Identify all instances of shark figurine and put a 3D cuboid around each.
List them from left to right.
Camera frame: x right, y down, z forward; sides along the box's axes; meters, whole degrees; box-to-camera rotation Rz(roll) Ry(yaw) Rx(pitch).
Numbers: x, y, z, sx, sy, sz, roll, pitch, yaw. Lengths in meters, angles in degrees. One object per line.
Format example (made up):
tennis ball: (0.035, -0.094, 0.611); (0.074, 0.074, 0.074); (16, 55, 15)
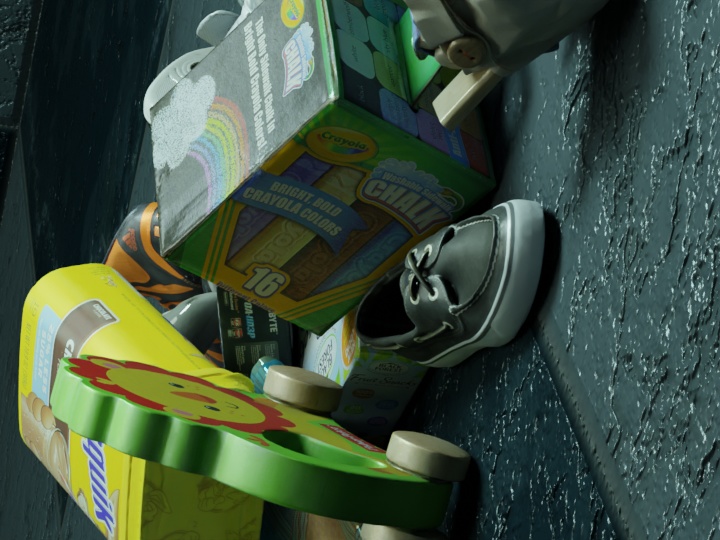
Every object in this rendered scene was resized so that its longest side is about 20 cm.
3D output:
shark figurine: (-0.132, 0.123, 1.858); (0.090, 0.127, 0.215); (-105, 3, -52)

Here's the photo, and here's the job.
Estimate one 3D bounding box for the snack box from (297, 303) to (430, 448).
snack box: (0.000, 0.000, 1.660); (0.142, 0.053, 0.201); (115, 157, -55)

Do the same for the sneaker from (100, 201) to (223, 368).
sneaker: (-0.118, 0.014, 1.901); (0.201, 0.111, 0.078); (77, -147, -49)

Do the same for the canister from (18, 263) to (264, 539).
canister: (-0.143, 0.098, 1.709); (0.200, 0.086, 0.150); (39, 131, 51)

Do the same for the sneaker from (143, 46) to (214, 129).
sneaker: (-0.072, -0.099, 1.825); (0.200, 0.073, 0.113); (-34, -40, -45)

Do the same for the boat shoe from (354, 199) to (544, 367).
boat shoe: (0.047, 0.011, 1.459); (0.200, 0.056, 0.069); (132, 143, -67)

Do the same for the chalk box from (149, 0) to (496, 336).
chalk box: (-0.009, -0.083, 1.525); (0.200, 0.123, 0.125); (-39, 40, 30)

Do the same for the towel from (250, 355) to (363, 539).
towel: (-0.030, 0.167, 1.629); (0.200, 0.022, 0.147); (-121, 31, -43)

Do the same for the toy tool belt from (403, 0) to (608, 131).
toy tool belt: (0.061, -0.179, 1.376); (0.123, 0.124, 0.201); (127, 150, -47)

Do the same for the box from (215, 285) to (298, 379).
box: (-0.062, 0.037, 1.755); (0.159, 0.046, 0.201); (-90, -3, -54)

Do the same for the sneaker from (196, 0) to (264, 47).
sneaker: (-0.058, -0.159, 1.576); (0.200, 0.114, 0.075); (52, -161, -40)

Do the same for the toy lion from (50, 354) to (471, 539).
toy lion: (-0.067, 0.093, 1.488); (0.200, 0.191, 0.069); (24, 100, 50)
